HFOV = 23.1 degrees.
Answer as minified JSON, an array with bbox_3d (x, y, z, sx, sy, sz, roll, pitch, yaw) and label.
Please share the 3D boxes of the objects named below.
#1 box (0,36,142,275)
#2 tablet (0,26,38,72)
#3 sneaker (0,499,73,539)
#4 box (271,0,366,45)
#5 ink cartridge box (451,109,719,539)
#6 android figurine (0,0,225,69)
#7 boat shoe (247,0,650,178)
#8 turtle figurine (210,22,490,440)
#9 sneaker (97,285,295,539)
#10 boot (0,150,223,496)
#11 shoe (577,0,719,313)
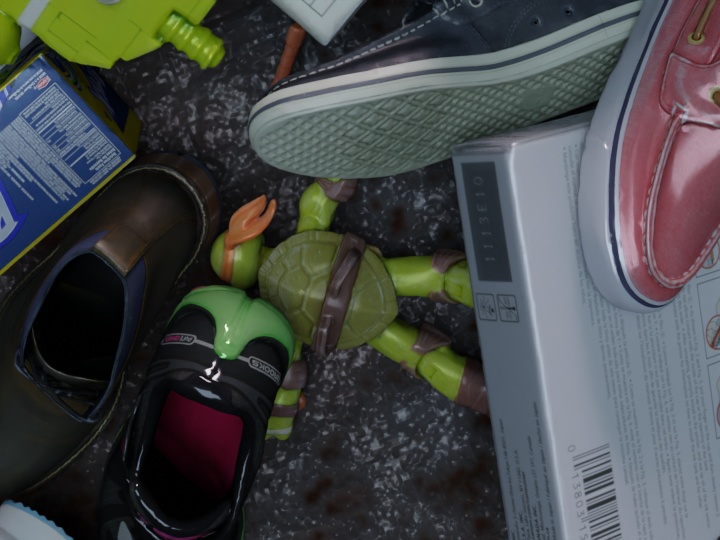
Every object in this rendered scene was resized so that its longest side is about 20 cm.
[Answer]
[{"bbox_3d":[-0.194,-0.019,0.800,0.200,0.070,0.064,-39,107,8],"label":"box"},{"bbox_3d":[-0.172,-0.174,0.806,0.130,0.014,0.200,41,98,-4],"label":"tablet"},{"bbox_3d":[-0.123,0.204,0.820,0.200,0.076,0.081,48,66,-6],"label":"sneaker"},{"bbox_3d":[-0.061,-0.196,0.752,0.200,0.078,0.095,41,98,-11],"label":"box"},{"bbox_3d":[0.132,0.025,0.789,0.173,0.043,0.201,-16,101,-36],"label":"ink cartridge box"},{"bbox_3d":[-0.121,-0.162,0.702,0.200,0.041,0.182,39,112,-8],"label":"android figurine"},{"bbox_3d":[0.040,-0.092,0.761,0.199,0.075,0.062,-20,67,-17],"label":"boat shoe"},{"bbox_3d":[0.000,0.000,0.800,0.160,0.064,0.201,15,100,0],"label":"turtle figurine"},{"bbox_3d":[-0.085,0.097,0.793,0.076,0.084,0.201,18,127,4],"label":"sneaker"},{"bbox_3d":[-0.139,0.039,0.784,0.075,0.097,0.200,34,114,0],"label":"boot"},{"bbox_3d":[0.158,-0.077,0.720,0.071,0.091,0.201,28,75,-37],"label":"shoe"}]
